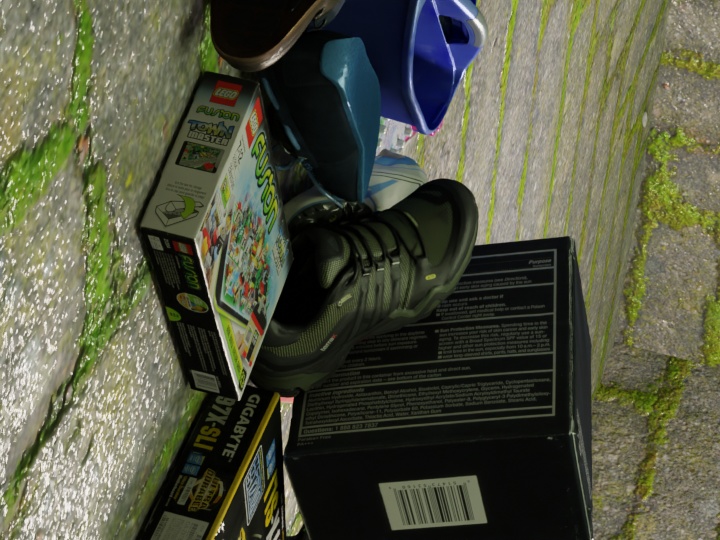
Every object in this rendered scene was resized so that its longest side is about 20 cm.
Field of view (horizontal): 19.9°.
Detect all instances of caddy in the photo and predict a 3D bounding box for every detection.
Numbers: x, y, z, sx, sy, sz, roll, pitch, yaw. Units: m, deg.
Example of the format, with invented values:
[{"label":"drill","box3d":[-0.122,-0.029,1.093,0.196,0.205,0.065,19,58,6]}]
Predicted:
[{"label":"caddy","box3d":[0.037,-0.177,1.413,0.200,0.105,0.142,57,48,-73]}]

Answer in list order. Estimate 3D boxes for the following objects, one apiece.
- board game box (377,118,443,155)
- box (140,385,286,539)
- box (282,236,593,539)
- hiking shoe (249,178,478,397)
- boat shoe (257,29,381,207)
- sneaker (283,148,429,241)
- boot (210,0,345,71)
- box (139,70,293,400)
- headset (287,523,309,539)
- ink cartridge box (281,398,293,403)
[{"label":"board game box","box3d":[0.043,-0.175,1.634,0.200,0.026,0.201,-52,153,-62]},{"label":"box","box3d":[-0.097,0.195,1.367,0.200,0.049,0.160,90,17,-47]},{"label":"box","box3d":[0.062,0.091,1.453,0.199,0.199,0.124,-83,164,-47]},{"label":"hiking shoe","box3d":[0.000,0.000,1.378,0.200,0.076,0.101,-41,152,-13]},{"label":"boat shoe","box3d":[-0.026,-0.106,1.316,0.200,0.068,0.085,79,19,-64]},{"label":"sneaker","box3d":[-0.012,-0.048,1.471,0.072,0.072,0.200,-51,165,24]},{"label":"boot","box3d":[-0.034,-0.161,1.195,0.097,0.074,0.200,86,20,-47]},{"label":"box","box3d":[-0.083,-0.016,1.228,0.200,0.035,0.110,81,26,-60]},{"label":"headset","box3d":[-0.047,0.269,1.555,0.200,0.094,0.124,117,-4,-54]},{"label":"ink cartridge box","box3d":[-0.004,0.035,1.609,0.200,0.050,0.162,28,76,-79]}]
